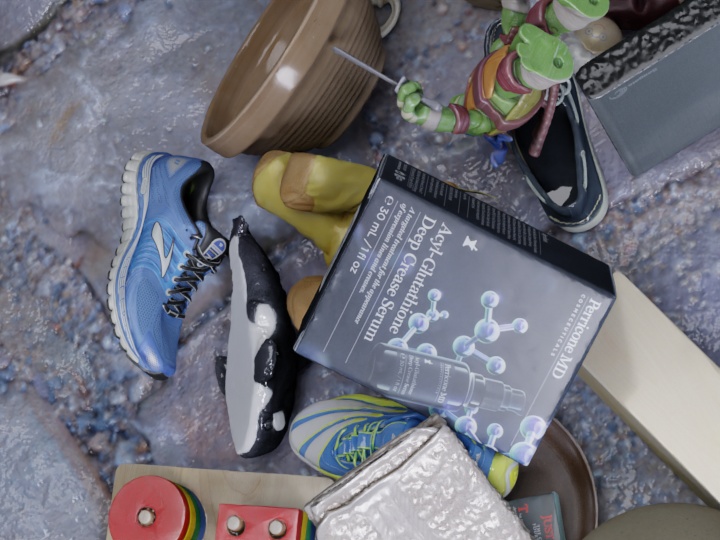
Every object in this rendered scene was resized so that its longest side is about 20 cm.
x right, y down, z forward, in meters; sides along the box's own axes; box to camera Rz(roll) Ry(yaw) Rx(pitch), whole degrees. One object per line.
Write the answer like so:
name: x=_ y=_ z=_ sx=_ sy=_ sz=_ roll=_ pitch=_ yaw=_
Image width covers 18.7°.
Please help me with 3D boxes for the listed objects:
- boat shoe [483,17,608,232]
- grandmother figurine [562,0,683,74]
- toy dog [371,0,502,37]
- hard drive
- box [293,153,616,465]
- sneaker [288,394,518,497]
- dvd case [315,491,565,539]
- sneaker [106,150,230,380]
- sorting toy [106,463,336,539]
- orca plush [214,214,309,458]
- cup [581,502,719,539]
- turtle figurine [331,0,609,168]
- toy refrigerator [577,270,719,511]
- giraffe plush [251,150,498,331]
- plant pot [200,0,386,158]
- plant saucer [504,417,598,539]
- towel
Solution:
boat shoe: x=0.145 y=-0.127 z=1.797 sx=0.074 sy=0.062 sz=0.201 roll=-20 pitch=70 yaw=14
grandmother figurine: x=0.219 y=-0.247 z=1.810 sx=0.121 sy=0.061 sz=0.201 roll=17 pitch=79 yaw=29
toy dog: x=0.055 y=-0.281 z=1.848 sx=0.198 sy=0.096 sz=0.133 roll=-11 pitch=72 yaw=14
hard drive: x=0.248 y=-0.148 z=1.696 sx=0.139 sy=0.200 sz=0.033 roll=-31 pitch=69 yaw=7
box: x=0.071 y=0.028 z=1.645 sx=0.199 sy=0.107 sz=0.149 roll=26 pitch=103 yaw=-3
sneaker: x=0.022 y=0.128 z=1.709 sx=0.198 sy=0.105 sz=0.076 roll=7 pitch=73 yaw=24
dvd case: x=0.069 y=0.262 z=1.707 sx=0.198 sy=0.022 sz=0.147 roll=-13 pitch=72 yaw=15
sneaker: x=-0.159 y=-0.007 z=1.852 sx=0.088 sy=0.079 sz=0.202 roll=-2 pitch=75 yaw=19
sorting toy: x=-0.128 y=0.259 z=1.775 sx=0.197 sy=0.070 sz=0.202 roll=2 pitch=77 yaw=18
orca plush: x=-0.074 y=0.057 z=1.831 sx=0.105 sy=0.071 sz=0.201 roll=-49 pitch=45 yaw=49
cup: x=0.235 y=0.283 z=1.577 sx=0.198 sy=0.143 sz=0.202 roll=0 pitch=98 yaw=-1
turtle figurine: x=0.088 y=-0.179 z=1.684 sx=0.143 sy=0.194 sz=0.201 roll=-21 pitch=87 yaw=-30
toy refrigerator: x=0.245 y=0.101 z=1.704 sx=0.076 sy=0.070 sz=0.200 roll=-43 pitch=68 yaw=-5
giraffe plush: x=0.000 y=0.000 z=1.768 sx=0.198 sy=0.173 sz=0.164 roll=11 pitch=90 yaw=2
plant pot: x=-0.043 y=-0.166 z=1.825 sx=0.092 sy=0.201 sz=0.202 roll=33 pitch=86 yaw=-14
plant saucer: x=0.094 y=0.198 z=1.743 sx=0.198 sy=0.032 sz=0.202 roll=-4 pitch=75 yaw=15
towel: x=0.060 y=0.213 z=1.630 sx=0.132 sy=0.035 sz=0.200 roll=-37 pitch=112 yaw=5
